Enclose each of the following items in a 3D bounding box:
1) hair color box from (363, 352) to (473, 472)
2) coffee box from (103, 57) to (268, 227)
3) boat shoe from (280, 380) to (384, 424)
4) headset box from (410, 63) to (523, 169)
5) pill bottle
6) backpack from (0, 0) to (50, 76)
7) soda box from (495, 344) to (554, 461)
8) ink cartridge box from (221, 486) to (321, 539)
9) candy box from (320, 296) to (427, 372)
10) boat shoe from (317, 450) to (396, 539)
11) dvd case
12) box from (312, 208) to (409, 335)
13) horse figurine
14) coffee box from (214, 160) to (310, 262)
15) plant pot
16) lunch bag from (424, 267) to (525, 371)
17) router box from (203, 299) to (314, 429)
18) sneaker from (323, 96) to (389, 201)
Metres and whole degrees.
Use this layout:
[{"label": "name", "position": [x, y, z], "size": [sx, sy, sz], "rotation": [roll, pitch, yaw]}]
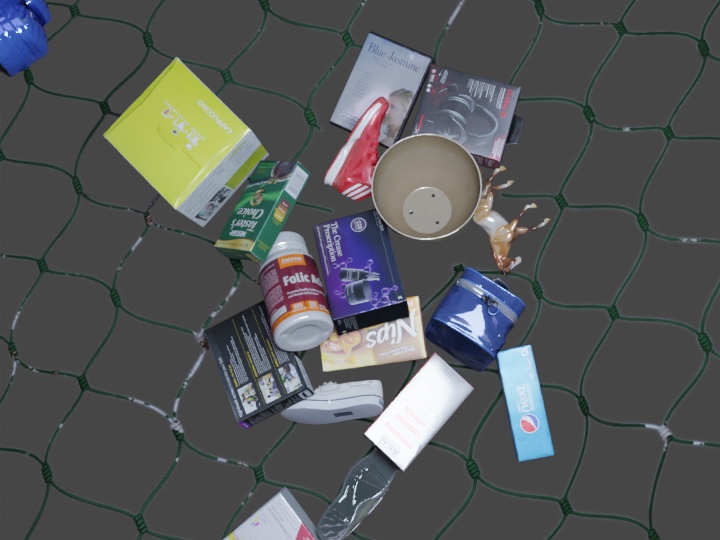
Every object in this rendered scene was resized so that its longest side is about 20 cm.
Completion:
[{"label": "hair color box", "position": [0.106, 0.261, 1.645], "size": [0.101, 0.061, 0.200], "rotation": [42, 77, 8]}, {"label": "coffee box", "position": [-0.320, -0.235, 1.682], "size": [0.200, 0.198, 0.200], "rotation": [44, 89, 7]}, {"label": "boat shoe", "position": [-0.053, 0.240, 1.677], "size": [0.197, 0.072, 0.066], "rotation": [-11, 52, 16]}, {"label": "headset box", "position": [0.209, -0.289, 1.707], "size": [0.198, 0.077, 0.151], "rotation": [17, 85, 8]}, {"label": "pill bottle", "position": [-0.125, 0.036, 1.651], "size": [0.113, 0.115, 0.202], "rotation": [-20, 58, 2]}, {"label": "backpack", "position": [-0.700, -0.502, 1.762], "size": [0.167, 0.163, 0.201], "rotation": [-31, 81, -3]}, {"label": "soda box", "position": [0.300, 0.242, 1.647], "size": [0.067, 0.064, 0.203], "rotation": [-11, 83, 4]}, {"label": "ink cartridge box", "position": [-0.175, 0.524, 1.645], "size": [0.199, 0.083, 0.146], "rotation": [-40, 83, -1]}, {"label": "candy box", "position": [0.022, 0.121, 1.687], "size": [0.197, 0.055, 0.117], "rotation": [-8, 82, 4]}, {"label": "boat shoe", "position": [-0.004, 0.420, 1.652], "size": [0.074, 0.065, 0.203], "rotation": [32, 72, 16]}, {"label": "dvd case", "position": [0.042, -0.352, 1.756], "size": [0.141, 0.018, 0.202], "rotation": [24, 86, 7]}, {"label": "box", "position": [0.000, 0.000, 1.660], "size": [0.139, 0.079, 0.202], "rotation": [-14, 63, -1]}, {"label": "horse figurine", "position": [0.259, -0.107, 1.689], "size": [0.132, 0.050, 0.200], "rotation": [-42, 91, 19]}, {"label": "coffee box", "position": [-0.185, -0.114, 1.682], "size": [0.122, 0.044, 0.202], "rotation": [9, 66, 46]}, {"label": "plant pot", "position": [0.124, -0.133, 1.661], "size": [0.197, 0.135, 0.203], "rotation": [-2, 74, 5]}, {"label": "lunch bag", "position": [0.208, 0.080, 1.601], "size": [0.135, 0.200, 0.133], "rotation": [33, 74, 5]}, {"label": "router box", "position": [-0.191, 0.170, 1.675], "size": [0.148, 0.051, 0.202], "rotation": [-26, 65, 2]}, {"label": "sneaker", "position": [0.024, -0.223, 1.713], "size": [0.115, 0.078, 0.201], "rotation": [34, 111, -3]}]
